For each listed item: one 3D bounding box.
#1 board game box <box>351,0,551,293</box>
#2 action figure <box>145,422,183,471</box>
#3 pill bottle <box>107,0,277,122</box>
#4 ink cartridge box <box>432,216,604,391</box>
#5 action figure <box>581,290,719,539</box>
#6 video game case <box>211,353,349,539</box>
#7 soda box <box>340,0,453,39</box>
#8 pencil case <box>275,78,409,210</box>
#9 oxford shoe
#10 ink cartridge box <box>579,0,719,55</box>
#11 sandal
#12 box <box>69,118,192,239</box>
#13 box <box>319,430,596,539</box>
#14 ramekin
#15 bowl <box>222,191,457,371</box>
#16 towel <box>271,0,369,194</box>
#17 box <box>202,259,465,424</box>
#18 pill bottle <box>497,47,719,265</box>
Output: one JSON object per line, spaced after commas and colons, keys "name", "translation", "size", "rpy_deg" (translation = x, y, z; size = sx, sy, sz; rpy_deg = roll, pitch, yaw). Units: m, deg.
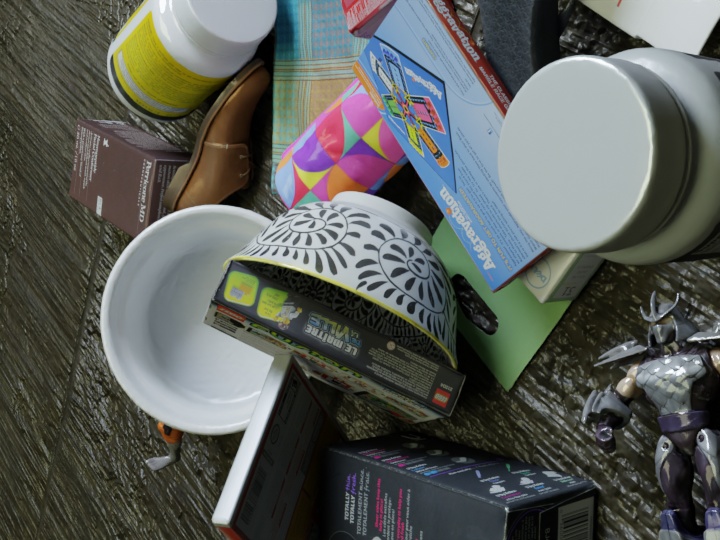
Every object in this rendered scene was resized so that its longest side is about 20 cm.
{"name": "board game box", "translation": [0.071, -0.093, 0.672], "size": [0.201, 0.019, 0.103], "rpy_deg": [59, 143, 10]}
{"name": "action figure", "translation": [-0.176, 0.094, 1.051], "size": [0.194, 0.104, 0.201], "rpy_deg": [-47, 31, 32]}
{"name": "pill bottle", "translation": [-0.169, -0.232, 0.961], "size": [0.199, 0.113, 0.116], "rpy_deg": [-20, 78, 56]}
{"name": "ink cartridge box", "translation": [0.107, -0.026, 0.727], "size": [0.146, 0.048, 0.201], "rpy_deg": [53, 127, 32]}
{"name": "action figure", "translation": [0.207, 0.111, 0.607], "size": [0.130, 0.069, 0.202], "rpy_deg": [-22, 73, 52]}
{"name": "video game case", "translation": [-0.046, 0.182, 0.779], "size": [0.017, 0.201, 0.144], "rpy_deg": [0, 51, 26]}
{"name": "soda box", "translation": [0.010, -0.293, 0.801], "size": [0.063, 0.070, 0.202], "rpy_deg": [-26, 72, 45]}
{"name": "pencil case", "translation": [0.010, -0.119, 0.791], "size": [0.200, 0.088, 0.089], "rpy_deg": [-44, 61, 33]}
{"name": "oxford shoe", "translation": [-0.132, -0.126, 0.992], "size": [0.071, 0.071, 0.201], "rpy_deg": [35, 123, 4]}
{"name": "ink cartridge box", "translation": [0.180, -0.223, 0.613], "size": [0.200, 0.067, 0.117], "rpy_deg": [49, 128, 36]}
{"name": "sandal", "translation": [0.111, -0.174, 0.628], "size": [0.076, 0.043, 0.202], "rpy_deg": [39, 142, 50]}
{"name": "box", "translation": [-0.263, -0.105, 1.126], "size": [0.199, 0.074, 0.101], "rpy_deg": [26, 111, 43]}
{"name": "box", "translation": [0.068, 0.206, 0.740], "size": [0.199, 0.105, 0.124], "rpy_deg": [7, 96, 48]}
{"name": "ramekin", "translation": [-0.131, 0.046, 0.894], "size": [0.098, 0.198, 0.203], "rpy_deg": [115, 148, -85]}
{"name": "bowl", "translation": [0.000, 0.000, 0.764], "size": [0.200, 0.200, 0.095], "rpy_deg": [4, 63, 48]}
{"name": "towel", "translation": [-0.038, -0.169, 0.901], "size": [0.146, 0.022, 0.203], "rpy_deg": [8, 99, 49]}
{"name": "box", "translation": [-0.025, 0.061, 0.761], "size": [0.035, 0.199, 0.110], "rpy_deg": [-65, 7, -17]}
{"name": "pill bottle", "translation": [0.174, -0.061, 0.531], "size": [0.112, 0.199, 0.115], "rpy_deg": [4, 95, 48]}
